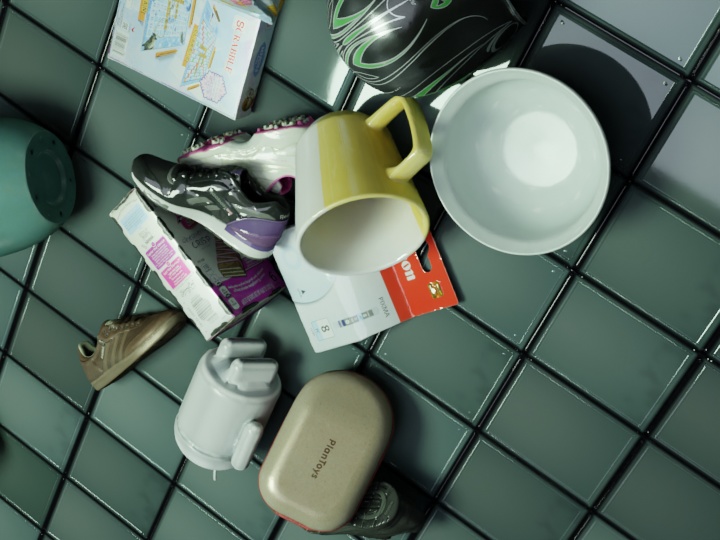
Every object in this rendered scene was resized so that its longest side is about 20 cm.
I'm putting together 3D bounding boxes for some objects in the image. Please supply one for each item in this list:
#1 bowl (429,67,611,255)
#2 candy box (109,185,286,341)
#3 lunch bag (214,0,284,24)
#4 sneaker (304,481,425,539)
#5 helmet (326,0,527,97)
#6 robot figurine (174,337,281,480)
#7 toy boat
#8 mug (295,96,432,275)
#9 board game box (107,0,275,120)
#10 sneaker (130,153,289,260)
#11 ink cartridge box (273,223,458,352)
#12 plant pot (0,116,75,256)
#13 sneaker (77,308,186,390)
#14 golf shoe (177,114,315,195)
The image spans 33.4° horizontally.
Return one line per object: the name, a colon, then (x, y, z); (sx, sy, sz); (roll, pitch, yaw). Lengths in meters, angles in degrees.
bowl: (0.182, -0.124, 1.288); (0.201, 0.090, 0.202); (10, 112, 26)
candy box: (-0.199, -0.025, 1.500); (0.061, 0.136, 0.200); (-41, 87, 31)
lunch bag: (-0.159, -0.392, 1.324); (0.200, 0.127, 0.170); (26, 85, 21)
sneaker: (-0.001, 0.318, 1.551); (0.091, 0.076, 0.200); (32, 156, -35)
helmet: (0.057, -0.274, 1.255); (0.190, 0.200, 0.200); (-27, 94, 15)
robot figurine: (-0.175, 0.180, 1.572); (0.200, 0.113, 0.170); (-64, 37, 29)
toy boat: (-0.040, 0.222, 1.514); (0.130, 0.131, 0.200); (27, 88, 0)
mug: (0.007, -0.104, 1.355); (0.186, 0.149, 0.153); (-21, 55, 13)
board game box: (-0.198, -0.313, 1.453); (0.199, 0.041, 0.200); (28, 118, 17)
sneaker: (-0.175, -0.102, 1.441); (0.200, 0.076, 0.088); (29, 121, -1)
ink cartridge box: (0.000, 0.000, 1.454); (0.200, 0.047, 0.160); (-18, 98, 34)
plant pot: (-0.477, -0.113, 1.590); (0.161, 0.201, 0.201); (-7, 104, 16)
sneaker: (-0.323, 0.094, 1.646); (0.200, 0.070, 0.076); (-36, 88, 32)
golf shoe: (-0.136, -0.129, 1.468); (0.200, 0.075, 0.092); (-8, 107, 31)
